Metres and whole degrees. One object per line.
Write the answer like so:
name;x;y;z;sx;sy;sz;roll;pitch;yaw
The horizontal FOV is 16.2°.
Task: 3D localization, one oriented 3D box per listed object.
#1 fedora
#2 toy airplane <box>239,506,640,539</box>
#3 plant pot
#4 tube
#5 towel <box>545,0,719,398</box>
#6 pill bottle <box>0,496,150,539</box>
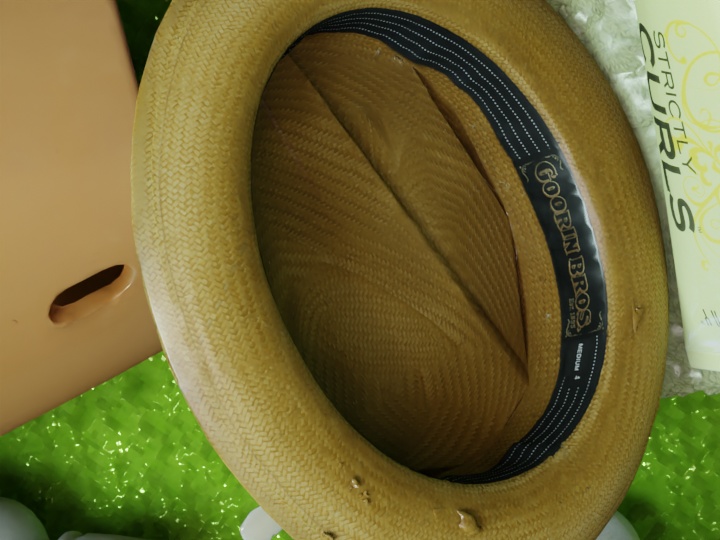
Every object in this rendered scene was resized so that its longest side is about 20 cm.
fedora;0.000;0.000;0.721;0.082;0.200;0.201;-15;103;50
toy airplane;0.060;0.124;0.808;0.199;0.141;0.200;7;135;24
plant pot;-0.135;-0.030;0.785;0.140;0.200;0.201;-15;101;-5
tube;0.107;-0.059;0.711;0.052;0.058;0.200;-12;109;1
towel;0.127;-0.036;0.761;0.200;0.036;0.149;-13;104;26
pill bottle;-0.169;0.128;0.858;0.199;0.113;0.113;6;104;7
